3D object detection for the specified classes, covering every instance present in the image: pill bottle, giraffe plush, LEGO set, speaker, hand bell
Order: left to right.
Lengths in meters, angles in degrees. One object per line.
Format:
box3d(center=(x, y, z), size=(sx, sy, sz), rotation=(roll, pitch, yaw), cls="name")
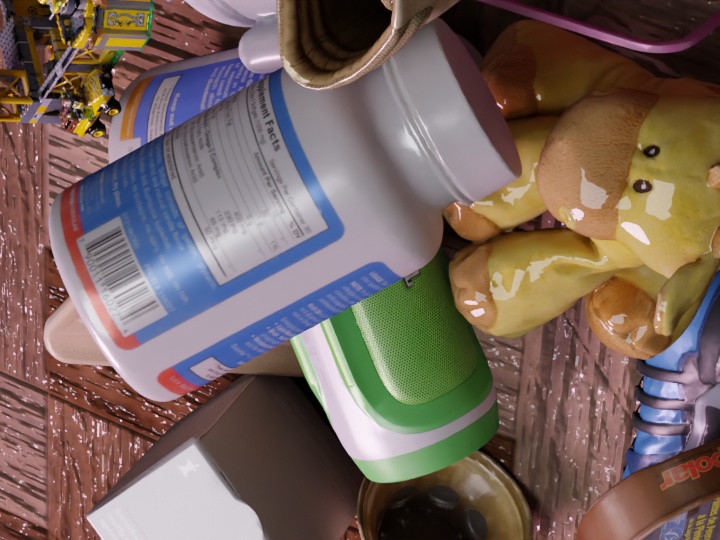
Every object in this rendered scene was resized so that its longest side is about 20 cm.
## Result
box3d(center=(-0.202, -0.168, 1.525), size=(0.154, 0.116, 0.200), rotation=(-38, 58, 52), cls="LEGO set")
box3d(center=(-0.032, -0.031, 1.291), size=(0.200, 0.112, 0.112), rotation=(-27, 100, 11), cls="pill bottle")
box3d(center=(-0.028, -0.070, 1.504), size=(0.200, 0.112, 0.112), rotation=(-8, 111, 40), cls="pill bottle")
box3d(center=(0.000, 0.000, 1.399), size=(0.088, 0.088, 0.200), rotation=(-11, 107, 40), cls="speaker")
box3d(center=(0.021, 0.190, 1.663), size=(0.104, 0.104, 0.200), rotation=(41, 146, 9), cls="hand bell")
box3d(center=(0.136, -0.038, 1.320), size=(0.200, 0.162, 0.173), rotation=(-8, 94, 1), cls="giraffe plush")

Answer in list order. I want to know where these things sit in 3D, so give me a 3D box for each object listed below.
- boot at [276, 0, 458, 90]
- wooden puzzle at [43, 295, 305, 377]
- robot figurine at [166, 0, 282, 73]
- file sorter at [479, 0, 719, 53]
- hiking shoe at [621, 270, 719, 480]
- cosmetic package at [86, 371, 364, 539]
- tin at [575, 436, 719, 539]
box3d(center=(0.043, -0.173, 1.185), size=(0.073, 0.155, 0.200), rotation=(41, 135, 10), cls="boot")
box3d(center=(-0.065, 0.010, 1.527), size=(0.200, 0.185, 0.046), rotation=(135, 136, -68), cls="wooden puzzle")
box3d(center=(-0.027, -0.185, 1.433), size=(0.200, 0.113, 0.170), rotation=(-6, 73, 38), cls="robot figurine")
box3d(center=(0.124, -0.219, 1.292), size=(0.139, 0.125, 0.200), rotation=(20, 127, 27), cls="file sorter")
box3d(center=(0.177, 0.066, 1.479), size=(0.087, 0.074, 0.200), rotation=(61, 143, 28), cls="hiking shoe")
box3d(center=(-0.069, 0.130, 1.591), size=(0.090, 0.200, 0.107), rotation=(-35, 92, 18), cls="cosmetic package")
box3d(center=(0.164, 0.148, 1.473), size=(0.200, 0.112, 0.042), rotation=(91, 159, -60), cls="tin")
